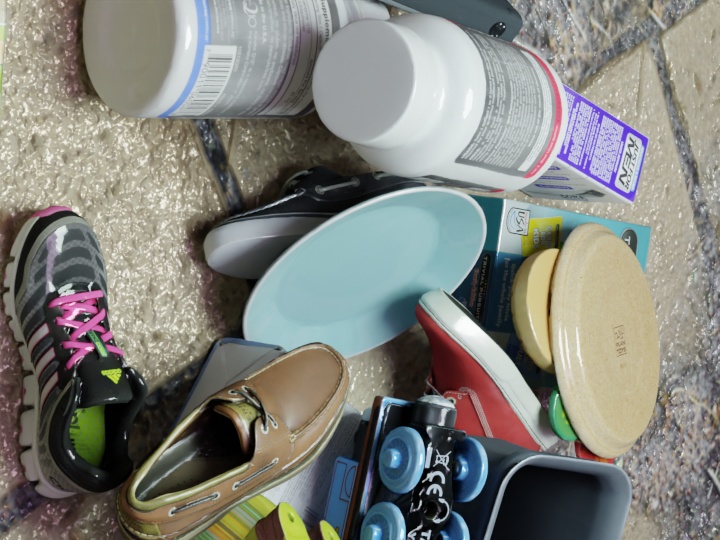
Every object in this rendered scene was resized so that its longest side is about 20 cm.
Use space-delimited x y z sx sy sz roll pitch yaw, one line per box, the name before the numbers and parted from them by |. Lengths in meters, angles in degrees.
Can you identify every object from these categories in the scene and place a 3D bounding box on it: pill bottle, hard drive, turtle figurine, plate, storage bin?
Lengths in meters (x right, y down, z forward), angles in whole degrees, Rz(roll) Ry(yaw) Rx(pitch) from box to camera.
pill bottle | -0.080 -0.161 1.266 0.199 0.113 0.114 -5 99 -44
hard drive | 0.014 -0.234 1.335 0.199 0.140 0.033 15 120 -44
turtle figurine | -0.087 0.221 1.241 0.161 0.065 0.200 -33 131 16
pill bottle | 0.054 -0.116 1.269 0.200 0.110 0.111 6 91 -58
plate | 0.000 0.000 1.355 0.199 0.026 0.200 -22 150 -13
storage bin | 0.103 0.216 1.378 0.145 0.134 0.201 11 99 -34

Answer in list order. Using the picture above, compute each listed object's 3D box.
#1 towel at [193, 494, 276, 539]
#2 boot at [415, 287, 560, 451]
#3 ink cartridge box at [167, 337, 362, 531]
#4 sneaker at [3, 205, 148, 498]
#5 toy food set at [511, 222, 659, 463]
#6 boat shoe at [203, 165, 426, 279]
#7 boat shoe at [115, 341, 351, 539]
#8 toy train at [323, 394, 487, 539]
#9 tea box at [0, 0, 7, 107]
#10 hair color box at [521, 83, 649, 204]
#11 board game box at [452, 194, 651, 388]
towel | -0.129 0.233 1.280 0.200 0.018 0.086 -42 123 2
boot | 0.060 0.113 1.439 0.144 0.072 0.200 -36 131 1
ink cartridge box | -0.051 0.159 1.362 0.200 0.076 0.137 42 68 -37
sneaker | -0.182 0.058 1.215 0.074 0.087 0.201 -8 101 -43
toy food set | 0.191 0.061 1.506 0.200 0.048 0.199 -39 117 -56
boat shoe | -0.031 -0.043 1.365 0.199 0.072 0.068 -10 68 -29
boat shoe | -0.077 0.112 1.229 0.200 0.072 0.068 -42 162 -26
toy train | 0.019 0.184 1.303 0.086 0.114 0.201 12 88 -36
tea box | -0.321 -0.074 1.033 0.199 0.133 0.198 0 95 -44
hair color box | 0.128 -0.115 1.474 0.200 0.109 0.065 27 76 -43
board game box | 0.162 0.024 1.568 0.199 0.047 0.152 8 90 -44
